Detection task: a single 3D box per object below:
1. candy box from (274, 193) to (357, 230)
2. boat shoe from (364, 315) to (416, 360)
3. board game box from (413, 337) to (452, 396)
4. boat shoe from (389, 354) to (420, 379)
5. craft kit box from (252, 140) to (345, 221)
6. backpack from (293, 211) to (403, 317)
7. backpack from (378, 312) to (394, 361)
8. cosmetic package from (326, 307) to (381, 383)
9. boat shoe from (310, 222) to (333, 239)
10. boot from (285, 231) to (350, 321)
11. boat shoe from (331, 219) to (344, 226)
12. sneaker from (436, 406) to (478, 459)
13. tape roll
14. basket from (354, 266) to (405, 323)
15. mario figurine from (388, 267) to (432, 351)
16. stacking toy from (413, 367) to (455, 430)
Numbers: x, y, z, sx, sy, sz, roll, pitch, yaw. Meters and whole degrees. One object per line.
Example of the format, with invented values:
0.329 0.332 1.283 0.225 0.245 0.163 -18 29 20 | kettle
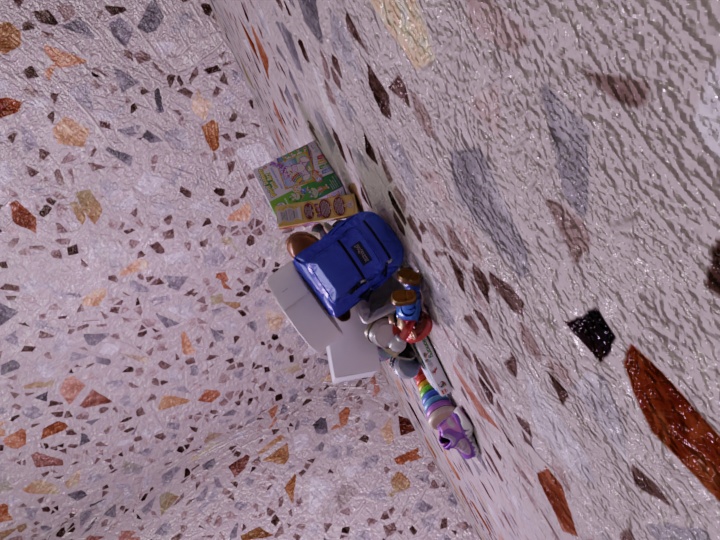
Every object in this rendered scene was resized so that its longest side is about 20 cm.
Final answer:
-0.112 -0.146 1.394 0.117 0.198 0.057 -169 67 -83 | candy box
0.080 0.164 1.327 0.068 0.075 0.200 35 -179 33 | boat shoe
0.161 0.209 1.410 0.201 0.034 0.126 64 175 -9 | board game box
0.112 0.245 1.474 0.074 0.068 0.199 56 -161 -3 | boat shoe
-0.170 -0.240 1.520 0.201 0.196 0.049 58 174 31 | craft kit box
-0.011 -0.017 1.119 0.163 0.199 0.168 56 169 -6 | backpack
0.067 0.180 1.631 0.168 0.126 0.200 62 -178 -14 | backpack
-0.030 0.176 1.439 0.200 0.122 0.201 108 152 -74 | cosmetic package
-0.090 -0.084 1.461 0.071 0.063 0.200 33 -174 -25 | boat shoe
-0.085 0.014 1.237 0.200 0.073 0.155 49 -170 -44 | boot
-0.041 -0.053 1.629 0.066 0.074 0.202 -9 -93 -72 | boat shoe
0.242 0.427 1.418 0.081 0.088 0.201 55 171 45 | sneaker
-0.122 0.079 1.221 0.203 0.070 0.202 56 179 2 | tape roll
0.021 0.005 1.270 0.201 0.135 0.123 63 178 3 | basket
0.084 0.084 1.147 0.106 0.123 0.201 44 160 32 | mario figurine
0.193 0.333 1.526 0.201 0.085 0.086 -114 1 -48 | stacking toy
